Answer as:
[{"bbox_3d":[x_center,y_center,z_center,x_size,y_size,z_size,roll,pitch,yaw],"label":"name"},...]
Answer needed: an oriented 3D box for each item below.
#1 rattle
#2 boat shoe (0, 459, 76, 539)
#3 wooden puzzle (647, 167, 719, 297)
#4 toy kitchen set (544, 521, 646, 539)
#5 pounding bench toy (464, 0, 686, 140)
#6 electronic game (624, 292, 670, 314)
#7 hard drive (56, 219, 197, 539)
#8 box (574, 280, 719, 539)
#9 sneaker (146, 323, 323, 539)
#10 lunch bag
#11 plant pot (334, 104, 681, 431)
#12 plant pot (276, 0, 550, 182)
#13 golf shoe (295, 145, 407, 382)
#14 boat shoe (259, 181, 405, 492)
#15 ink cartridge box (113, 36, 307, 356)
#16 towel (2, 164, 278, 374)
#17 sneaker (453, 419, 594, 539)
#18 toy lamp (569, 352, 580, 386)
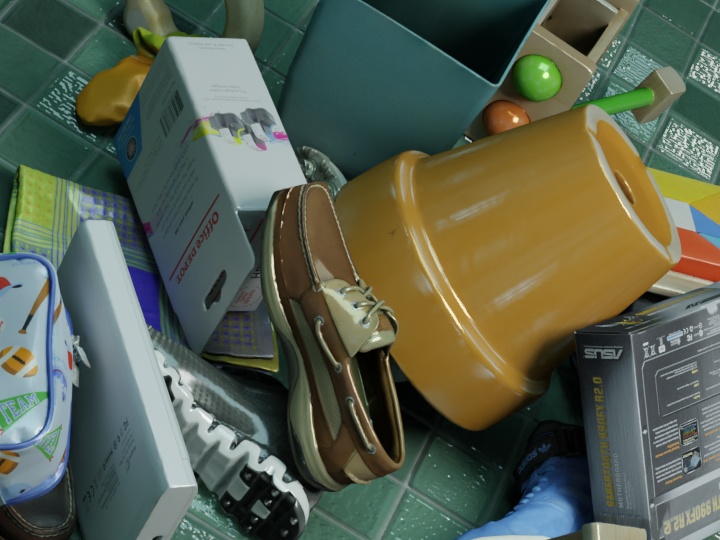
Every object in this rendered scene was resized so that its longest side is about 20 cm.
[{"bbox_3d":[-0.140,-0.219,1.557,0.143,0.200,0.130,-14,59,-39],"label":"rattle"},{"bbox_3d":[-0.228,0.084,1.322,0.070,0.070,0.200,-8,57,-40],"label":"boat shoe"},{"bbox_3d":[0.235,-0.036,1.636,0.200,0.037,0.185,18,30,-12],"label":"wooden puzzle"},{"bbox_3d":[0.116,0.242,1.248,0.180,0.163,0.200,12,67,-34],"label":"toy kitchen set"},{"bbox_3d":[0.162,-0.164,1.745,0.200,0.124,0.156,34,42,1],"label":"pounding bench toy"},{"bbox_3d":[0.270,0.093,1.606,0.200,0.042,0.200,26,48,-32],"label":"electronic game"},{"bbox_3d":[-0.158,0.087,1.314,0.026,0.132,0.200,0,52,-29],"label":"hard drive"},{"bbox_3d":[0.230,0.098,1.454,0.200,0.048,0.158,-16,103,-46],"label":"box"},{"bbox_3d":[-0.096,0.091,1.401,0.200,0.066,0.090,43,40,5],"label":"sneaker"},{"bbox_3d":[-0.263,0.065,1.259,0.200,0.076,0.160,-6,54,0],"label":"lunch bag"},{"bbox_3d":[0.112,-0.018,1.463,0.200,0.183,0.200,49,22,-28],"label":"plant pot"},{"bbox_3d":[0.021,-0.143,1.585,0.141,0.200,0.141,32,43,-1],"label":"plant pot"},{"bbox_3d":[0.000,0.000,1.551,0.097,0.078,0.200,9,50,-49],"label":"golf shoe"},{"bbox_3d":[-0.009,0.041,1.363,0.076,0.074,0.200,-14,94,-58],"label":"boat shoe"},{"bbox_3d":[-0.097,-0.050,1.458,0.068,0.115,0.200,-1,53,-32],"label":"ink cartridge box"},{"bbox_3d":[-0.151,0.001,1.479,0.200,0.023,0.144,15,46,-19],"label":"towel"},{"bbox_3d":[0.120,0.161,1.451,0.200,0.077,0.111,-1,58,-37],"label":"sneaker"},{"bbox_3d":[0.187,0.024,1.638,0.058,0.058,0.200,19,43,-15],"label":"toy lamp"}]
